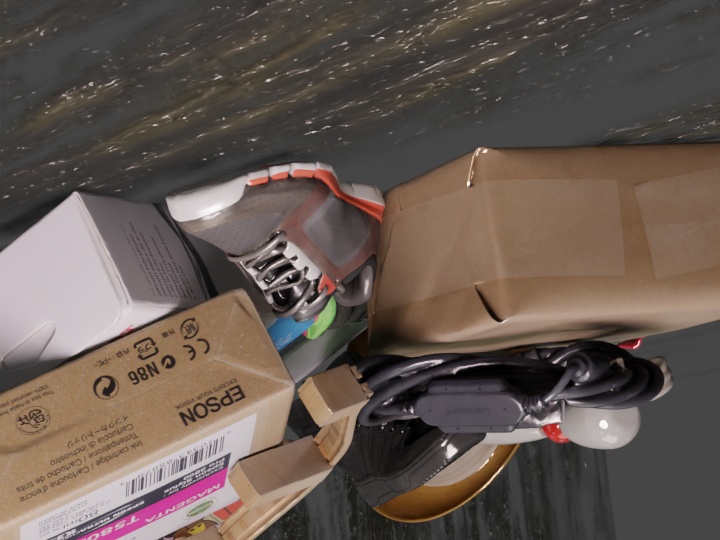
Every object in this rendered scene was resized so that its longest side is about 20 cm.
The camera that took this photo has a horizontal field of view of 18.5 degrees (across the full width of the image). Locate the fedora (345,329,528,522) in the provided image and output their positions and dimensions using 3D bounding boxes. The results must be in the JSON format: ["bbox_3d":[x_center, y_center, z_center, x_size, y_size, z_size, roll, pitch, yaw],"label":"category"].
[{"bbox_3d":[0.043,0.088,1.653,0.200,0.202,0.082,-14,142,41],"label":"fedora"}]

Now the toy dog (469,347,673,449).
[{"bbox_3d":[0.102,0.071,1.498,0.199,0.097,0.132,-14,-161,33],"label":"toy dog"}]

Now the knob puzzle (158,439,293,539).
[{"bbox_3d":[-0.126,0.186,1.595,0.218,0.031,0.220,-25,153,-14],"label":"knob puzzle"}]

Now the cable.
[{"bbox_3d":[0.081,0.065,1.348,0.199,0.051,0.163,-6,-177,38],"label":"cable"}]

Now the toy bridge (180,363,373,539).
[{"bbox_3d":[-0.046,0.119,1.306,0.067,0.027,0.200,-18,155,-43],"label":"toy bridge"}]

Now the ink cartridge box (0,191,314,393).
[{"bbox_3d":[-0.146,0.032,1.337,0.145,0.084,0.200,-36,160,23],"label":"ink cartridge box"}]

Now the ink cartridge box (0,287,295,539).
[{"bbox_3d":[-0.144,0.108,1.285,0.199,0.075,0.165,-25,160,-17],"label":"ink cartridge box"}]

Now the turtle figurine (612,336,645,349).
[{"bbox_3d":[0.143,0.014,1.588,0.198,0.102,0.150,2,167,-7],"label":"turtle figurine"}]

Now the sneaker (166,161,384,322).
[{"bbox_3d":[-0.037,-0.013,1.267,0.077,0.083,0.200,-11,171,29],"label":"sneaker"}]

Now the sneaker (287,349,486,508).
[{"bbox_3d":[0.009,0.100,1.491,0.060,0.105,0.200,-33,177,-25],"label":"sneaker"}]

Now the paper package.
[{"bbox_3d":[0.121,-0.010,1.356,0.199,0.104,0.190,-4,172,-26],"label":"paper package"}]

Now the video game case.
[{"bbox_3d":[-0.058,0.070,1.631,0.182,0.024,0.200,-34,-178,39],"label":"video game case"}]

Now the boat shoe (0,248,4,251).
[{"bbox_3d":[-0.219,0.023,1.450,0.067,0.072,0.200,-5,165,-2],"label":"boat shoe"}]

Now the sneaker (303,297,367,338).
[{"bbox_3d":[0.000,0.000,1.471,0.083,0.077,0.200,-13,-178,11],"label":"sneaker"}]
